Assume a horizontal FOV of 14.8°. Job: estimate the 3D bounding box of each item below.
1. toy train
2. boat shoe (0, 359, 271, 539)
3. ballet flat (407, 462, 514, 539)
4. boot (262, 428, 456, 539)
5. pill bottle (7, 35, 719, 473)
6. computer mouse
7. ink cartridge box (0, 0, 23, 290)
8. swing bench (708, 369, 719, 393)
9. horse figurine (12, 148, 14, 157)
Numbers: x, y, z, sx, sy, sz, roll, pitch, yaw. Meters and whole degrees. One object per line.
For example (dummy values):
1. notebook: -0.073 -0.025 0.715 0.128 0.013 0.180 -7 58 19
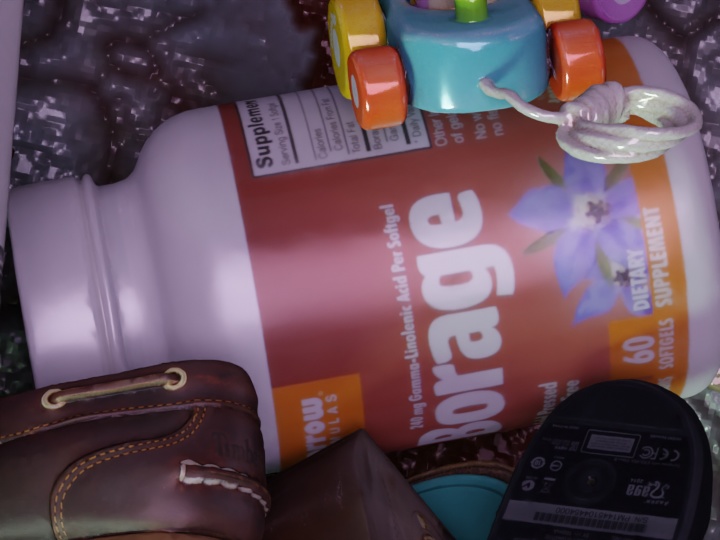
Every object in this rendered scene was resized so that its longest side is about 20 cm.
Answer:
1. toy train: 0.077 -0.091 0.799 0.150 0.200 0.056 7 114 29
2. boat shoe: -0.118 0.068 0.774 0.200 0.070 0.070 -8 68 16
3. ballet flat: -0.013 0.134 0.840 0.200 0.072 0.068 -46 65 7
4. boot: -0.048 0.157 0.769 0.200 0.064 0.186 -21 68 14
5. pill bottle: 0.000 0.000 0.826 0.200 0.112 0.112 -10 92 -4
6. computer mouse: 0.048 0.112 0.736 0.059 0.034 0.200 7 53 29
7. ink cartridge box: -0.170 -0.019 0.705 0.146 0.086 0.200 29 47 -36
8. swing bench: 0.120 0.137 0.797 0.130 0.199 0.200 36 89 -5
9. horse figurine: -0.201 -0.001 0.839 0.200 0.050 0.133 -37 96 3
